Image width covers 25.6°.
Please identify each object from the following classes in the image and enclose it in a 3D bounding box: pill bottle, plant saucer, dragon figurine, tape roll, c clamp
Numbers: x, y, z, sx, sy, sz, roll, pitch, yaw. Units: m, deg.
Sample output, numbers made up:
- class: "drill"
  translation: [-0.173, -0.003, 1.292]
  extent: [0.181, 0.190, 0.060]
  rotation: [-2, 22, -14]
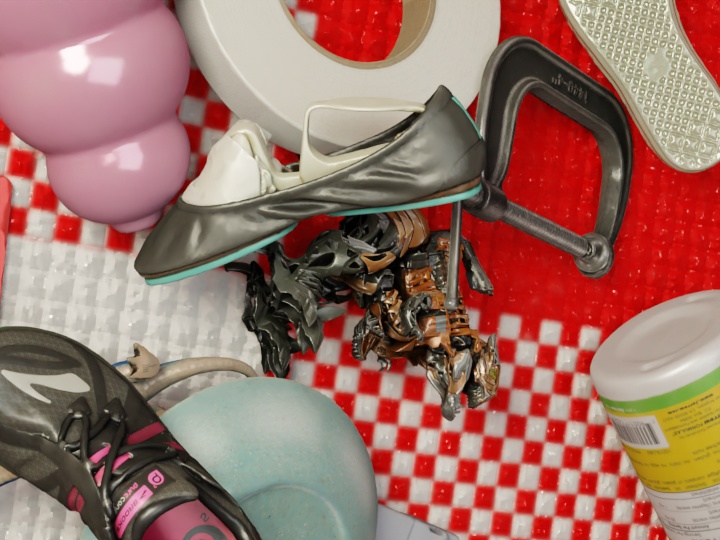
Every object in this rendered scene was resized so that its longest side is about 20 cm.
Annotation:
- class: "pill bottle"
  translation: [0.237, 0.125, 1.021]
  extent: [0.111, 0.111, 0.201]
  rotation: [-34, 106, -20]
- class: "plant saucer"
  translation: [-0.059, 0.160, 0.858]
  extent: [0.199, 0.039, 0.203]
  rotation: [-11, 109, -34]
- class: "dragon figurine"
  translation: [-0.154, 0.079, 0.861]
  extent: [0.199, 0.099, 0.059]
  rotation: [-28, 102, -41]
- class: "tape roll"
  translation: [-0.011, -0.162, 0.905]
  extent: [0.201, 0.037, 0.205]
  rotation: [7, 76, -28]
- class: "c clamp"
  translation: [0.110, -0.049, 0.961]
  extent: [0.199, 0.027, 0.173]
  rotation: [13, 78, -49]

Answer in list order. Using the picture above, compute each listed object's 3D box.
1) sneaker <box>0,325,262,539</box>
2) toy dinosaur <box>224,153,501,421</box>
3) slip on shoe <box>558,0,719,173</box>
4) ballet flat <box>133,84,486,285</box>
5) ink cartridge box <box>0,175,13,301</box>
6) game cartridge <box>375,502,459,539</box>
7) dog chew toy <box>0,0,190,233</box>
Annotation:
- class: "sneaker"
  translation: [-0.112, 0.096, 0.760]
  extent: [0.200, 0.084, 0.077]
  rotation: [40, 74, -9]
- class: "toy dinosaur"
  translation: [0.000, 0.000, 0.919]
  extent: [0.135, 0.103, 0.200]
  rotation: [-28, 61, -22]
- class: "slip on shoe"
  translation: [0.174, -0.155, 1.009]
  extent: [0.074, 0.061, 0.201]
  rotation: [-28, 93, 6]
- class: "ballet flat"
  translation: [-0.033, -0.052, 0.839]
  extent: [0.198, 0.068, 0.069]
  rotation: [-16, 107, 3]
- class: "ink cartridge box"
  translation: [-0.272, -0.004, 0.797]
  extent: [0.198, 0.067, 0.118]
  rotation: [6, 90, -26]
- class: "game cartridge"
  translation: [-0.046, 0.185, 0.934]
  extent: [0.199, 0.040, 0.135]
  rotation: [27, 78, -24]
- class: "dog chew toy"
  translation: [-0.144, -0.117, 0.827]
  extent: [0.124, 0.124, 0.202]
  rotation: [-24, 110, -22]
